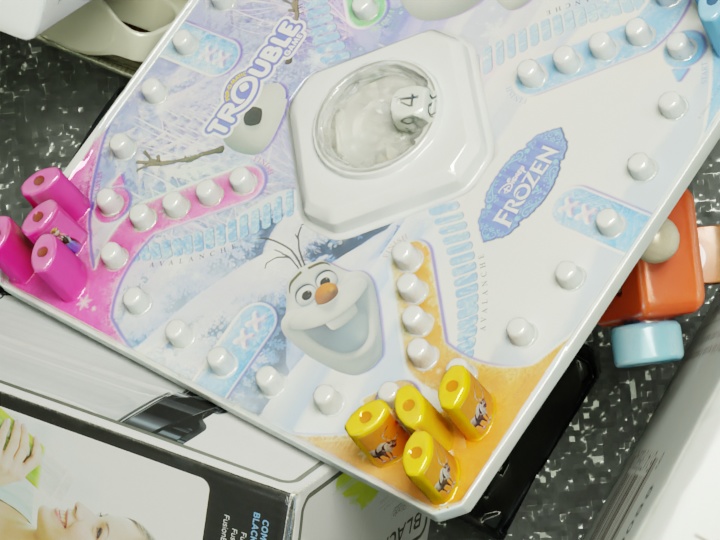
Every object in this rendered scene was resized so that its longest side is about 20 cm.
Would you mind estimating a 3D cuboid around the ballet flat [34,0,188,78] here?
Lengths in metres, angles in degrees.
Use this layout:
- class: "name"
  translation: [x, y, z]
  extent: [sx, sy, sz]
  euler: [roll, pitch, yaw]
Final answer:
- class: "ballet flat"
  translation: [-0.052, -0.079, 0.954]
  extent: [0.200, 0.064, 0.068]
  euler: [23, 117, 5]

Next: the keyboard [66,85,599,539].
- class: "keyboard"
  translation: [-0.023, 0.023, 0.963]
  extent: [0.200, 0.040, 0.104]
  euler: [31, 92, -7]

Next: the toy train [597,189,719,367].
- class: "toy train"
  translation: [0.087, -0.063, 0.915]
  extent: [0.055, 0.150, 0.201]
  euler: [-6, 81, -13]

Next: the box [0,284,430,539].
- class: "box"
  translation: [-0.085, 0.048, 0.864]
  extent: [0.200, 0.117, 0.060]
  euler: [18, 112, 22]

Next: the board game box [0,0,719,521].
- class: "board game box"
  translation: [0.005, -0.047, 0.830]
  extent: [0.200, 0.026, 0.200]
  euler: [25, 74, 36]

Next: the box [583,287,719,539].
- class: "box"
  translation: [0.175, 0.085, 0.870]
  extent: [0.171, 0.199, 0.200]
  euler: [29, 88, 3]

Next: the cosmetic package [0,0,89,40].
- class: "cosmetic package"
  translation: [-0.093, -0.205, 0.863]
  extent: [0.123, 0.200, 0.200]
  euler: [23, 115, 10]
